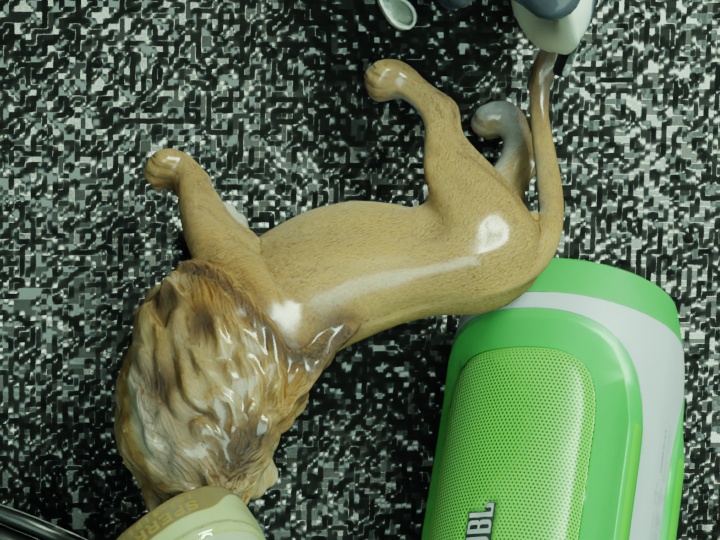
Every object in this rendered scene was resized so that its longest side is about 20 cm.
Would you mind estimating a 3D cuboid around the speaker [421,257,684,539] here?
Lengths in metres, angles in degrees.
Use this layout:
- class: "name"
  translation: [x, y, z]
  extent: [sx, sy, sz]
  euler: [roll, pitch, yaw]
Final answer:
- class: "speaker"
  translation: [0.061, 0.101, 1.018]
  extent: [0.088, 0.088, 0.201]
  euler: [14, 67, -10]

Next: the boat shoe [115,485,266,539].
- class: "boat shoe"
  translation: [-0.029, 0.145, 1.012]
  extent: [0.073, 0.063, 0.200]
  euler: [-37, 145, -1]

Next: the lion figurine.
- class: "lion figurine"
  translation: [0.000, 0.000, 1.011]
  extent: [0.199, 0.123, 0.073]
  euler: [-26, 141, 1]

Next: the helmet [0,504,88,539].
- class: "helmet"
  translation: [-0.178, 0.159, 0.974]
  extent: [0.190, 0.200, 0.201]
  euler: [15, 97, -23]

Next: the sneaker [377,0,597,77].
- class: "sneaker"
  translation: [0.085, -0.136, 1.017]
  extent: [0.198, 0.079, 0.131]
  euler: [-12, 93, -6]
